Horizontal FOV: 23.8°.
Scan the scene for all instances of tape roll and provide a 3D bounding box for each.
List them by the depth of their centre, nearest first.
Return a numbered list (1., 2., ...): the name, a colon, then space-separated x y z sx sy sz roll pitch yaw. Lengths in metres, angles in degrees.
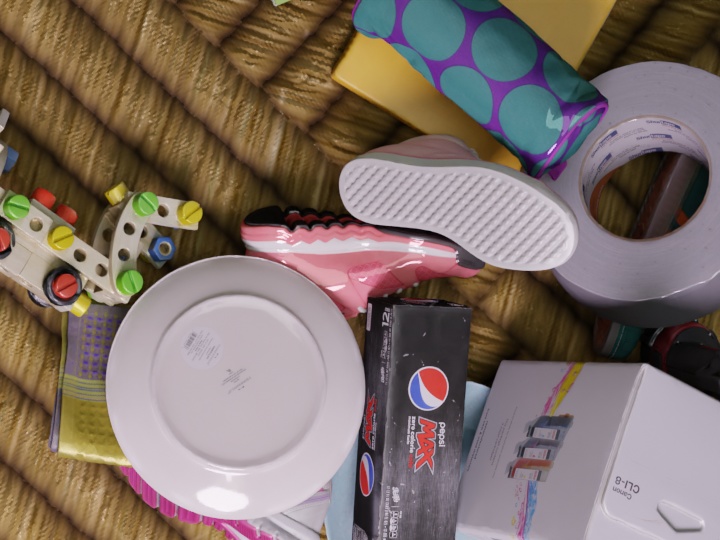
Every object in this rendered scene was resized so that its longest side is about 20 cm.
1. tape roll: 0.229 -0.061 1.343 0.198 0.066 0.202 -8 66 18

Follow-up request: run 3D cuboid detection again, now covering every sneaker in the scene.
1. sneaker: 0.092 -0.060 1.323 0.199 0.104 0.076 16 113 27
2. sneaker: -0.108 0.156 1.343 0.199 0.081 0.089 31 59 1
3. sneaker: 0.000 0.000 1.366 0.198 0.074 0.088 4 107 -8
4. sneaker: 0.260 -0.011 1.403 0.079 0.071 0.202 26 87 -7

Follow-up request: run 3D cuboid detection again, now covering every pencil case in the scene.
1. pencil case: 0.092 -0.159 1.307 0.200 0.093 0.085 42 60 8

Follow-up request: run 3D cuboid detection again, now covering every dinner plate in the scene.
1. dinner plate: -0.092 0.085 1.284 0.198 0.024 0.203 3 75 -10

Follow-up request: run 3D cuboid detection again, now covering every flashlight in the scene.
1. flashlight: 0.282 0.076 1.346 0.068 0.200 0.068 39 85 -11

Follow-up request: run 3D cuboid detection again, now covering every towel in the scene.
1. towel: -0.139 0.090 1.316 0.198 0.023 0.145 9 54 -9

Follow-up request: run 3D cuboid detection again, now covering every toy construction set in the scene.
1. toy construction set: -0.230 -0.044 1.293 0.199 0.092 0.132 31 70 -10

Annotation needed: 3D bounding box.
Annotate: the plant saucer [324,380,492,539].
1. plant saucer: 0.065 0.188 1.394 0.199 0.039 0.204 0 92 -11

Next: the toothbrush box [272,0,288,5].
1. toothbrush box: -0.007 -0.315 1.303 0.198 0.086 0.147 -22 68 -10

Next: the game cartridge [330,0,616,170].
1. game cartridge: 0.097 -0.199 1.386 0.175 0.032 0.201 31 90 -11

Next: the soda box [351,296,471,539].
1. soda box: 0.039 0.123 1.327 0.070 0.063 0.202 3 94 -20

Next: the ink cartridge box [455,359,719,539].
1. ink cartridge box: 0.190 0.160 1.294 0.144 0.200 0.146 26 78 -24
